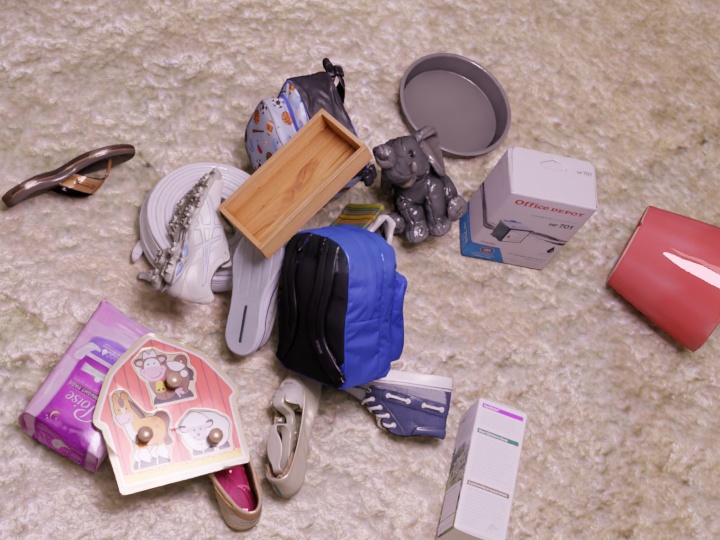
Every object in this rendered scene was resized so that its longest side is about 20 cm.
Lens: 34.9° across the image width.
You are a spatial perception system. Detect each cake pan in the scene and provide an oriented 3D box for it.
[{"bbox_3d":[0.155,-0.271,1.913,0.199,0.037,0.202,8,63,-15],"label":"cake pan"}]

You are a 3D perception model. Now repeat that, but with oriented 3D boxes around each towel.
[{"bbox_3d":[-0.050,-0.037,1.701,0.200,0.086,0.018,-46,116,-30],"label":"towel"}]

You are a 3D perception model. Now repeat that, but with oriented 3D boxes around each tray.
[{"bbox_3d":[-0.088,-0.119,1.557,0.200,0.037,0.099,-44,59,-7],"label":"tray"}]

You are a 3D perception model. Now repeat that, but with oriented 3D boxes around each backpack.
[{"bbox_3d":[-0.083,-0.178,1.697,0.153,0.191,0.201,-13,76,-18],"label":"backpack"},{"bbox_3d":[-0.024,0.036,1.569,0.167,0.162,0.202,-14,109,-44],"label":"backpack"}]

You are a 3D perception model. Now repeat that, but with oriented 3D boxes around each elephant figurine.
[{"bbox_3d":[0.077,-0.155,1.732,0.141,0.155,0.201,-37,124,-15],"label":"elephant figurine"}]

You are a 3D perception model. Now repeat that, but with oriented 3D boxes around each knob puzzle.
[{"bbox_3d":[-0.248,0.171,1.475,0.218,0.030,0.221,8,63,-17],"label":"knob puzzle"}]

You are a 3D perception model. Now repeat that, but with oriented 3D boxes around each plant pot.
[{"bbox_3d":[0.503,-0.001,1.823,0.177,0.201,0.201,29,58,10],"label":"plant pot"}]

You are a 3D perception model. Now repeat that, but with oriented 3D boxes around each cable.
[{"bbox_3d":[-0.221,-0.066,1.663,0.198,0.069,0.201,13,61,-13],"label":"cable"}]

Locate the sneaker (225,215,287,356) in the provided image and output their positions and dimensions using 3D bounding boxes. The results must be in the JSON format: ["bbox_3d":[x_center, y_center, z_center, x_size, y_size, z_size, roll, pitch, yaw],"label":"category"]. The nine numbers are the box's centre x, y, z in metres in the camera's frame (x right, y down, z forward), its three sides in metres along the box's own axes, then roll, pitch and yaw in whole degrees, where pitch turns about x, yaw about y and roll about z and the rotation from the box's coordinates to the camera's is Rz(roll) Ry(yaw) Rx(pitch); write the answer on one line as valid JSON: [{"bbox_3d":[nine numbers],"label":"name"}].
[{"bbox_3d":[-0.145,0.019,1.607,0.073,0.071,0.202,17,95,10],"label":"sneaker"}]

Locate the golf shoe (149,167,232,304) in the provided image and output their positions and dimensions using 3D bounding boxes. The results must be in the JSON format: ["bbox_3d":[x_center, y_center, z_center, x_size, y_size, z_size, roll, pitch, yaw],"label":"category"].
[{"bbox_3d":[-0.217,-0.044,1.584,0.097,0.078,0.201,31,61,-26],"label":"golf shoe"}]

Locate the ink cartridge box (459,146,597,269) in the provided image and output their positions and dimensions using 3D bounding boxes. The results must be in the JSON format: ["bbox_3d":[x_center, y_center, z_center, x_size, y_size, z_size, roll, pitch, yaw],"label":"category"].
[{"bbox_3d":[0.256,-0.092,1.765,0.145,0.200,0.087,10,62,-14],"label":"ink cartridge box"}]

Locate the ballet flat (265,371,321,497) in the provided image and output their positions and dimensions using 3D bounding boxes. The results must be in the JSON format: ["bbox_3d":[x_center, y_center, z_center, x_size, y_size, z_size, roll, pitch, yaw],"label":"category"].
[{"bbox_3d":[-0.097,0.207,1.566,0.069,0.070,0.201,12,61,-13],"label":"ballet flat"}]

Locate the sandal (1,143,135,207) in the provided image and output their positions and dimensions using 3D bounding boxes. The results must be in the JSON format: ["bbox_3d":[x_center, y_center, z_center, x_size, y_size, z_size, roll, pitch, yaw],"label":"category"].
[{"bbox_3d":[-0.408,-0.125,1.626,0.199,0.082,0.055,-28,93,-30],"label":"sandal"}]

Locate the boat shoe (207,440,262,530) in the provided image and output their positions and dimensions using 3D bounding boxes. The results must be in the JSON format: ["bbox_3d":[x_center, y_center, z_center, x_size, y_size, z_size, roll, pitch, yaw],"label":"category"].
[{"bbox_3d":[-0.180,0.244,1.524,0.073,0.069,0.201,-22,74,-27],"label":"boat shoe"}]

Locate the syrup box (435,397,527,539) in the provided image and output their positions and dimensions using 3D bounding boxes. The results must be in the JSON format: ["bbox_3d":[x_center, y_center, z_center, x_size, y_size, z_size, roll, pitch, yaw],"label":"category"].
[{"bbox_3d":[0.172,0.291,1.618,0.081,0.079,0.201,21,60,-8],"label":"syrup box"}]

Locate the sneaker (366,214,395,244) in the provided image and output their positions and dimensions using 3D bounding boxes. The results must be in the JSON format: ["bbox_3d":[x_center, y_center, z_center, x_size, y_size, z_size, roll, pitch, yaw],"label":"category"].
[{"bbox_3d":[0.000,0.000,1.703,0.070,0.080,0.201,24,61,-9],"label":"sneaker"}]

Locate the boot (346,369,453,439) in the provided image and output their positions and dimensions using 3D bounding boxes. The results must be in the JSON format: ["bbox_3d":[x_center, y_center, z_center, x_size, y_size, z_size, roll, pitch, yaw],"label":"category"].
[{"bbox_3d":[0.032,0.187,1.629,0.198,0.073,0.091,7,81,-3],"label":"boot"}]

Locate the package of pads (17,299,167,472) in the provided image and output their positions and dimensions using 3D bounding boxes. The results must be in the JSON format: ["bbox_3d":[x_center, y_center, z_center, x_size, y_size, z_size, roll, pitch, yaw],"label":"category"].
[{"bbox_3d":[-0.346,0.150,1.511,0.120,0.076,0.201,30,59,0],"label":"package of pads"}]
